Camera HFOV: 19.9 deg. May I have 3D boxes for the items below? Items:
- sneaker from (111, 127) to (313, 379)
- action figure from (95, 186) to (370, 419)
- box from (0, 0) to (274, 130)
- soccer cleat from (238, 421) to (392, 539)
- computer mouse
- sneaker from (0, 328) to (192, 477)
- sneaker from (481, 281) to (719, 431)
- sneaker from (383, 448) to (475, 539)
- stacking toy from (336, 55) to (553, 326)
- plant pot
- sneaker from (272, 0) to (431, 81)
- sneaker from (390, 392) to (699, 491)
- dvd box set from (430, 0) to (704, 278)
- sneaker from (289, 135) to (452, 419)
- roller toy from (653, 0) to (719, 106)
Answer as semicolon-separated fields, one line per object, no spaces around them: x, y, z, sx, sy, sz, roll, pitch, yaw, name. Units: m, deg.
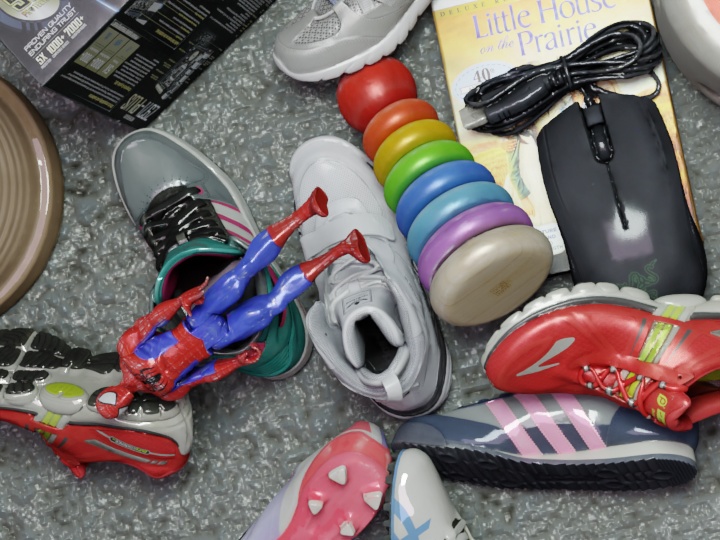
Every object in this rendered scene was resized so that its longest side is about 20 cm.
-0.112;-0.014;1.350;0.084;0.121;0.200;-38;80;7;sneaker
-0.089;0.030;1.279;0.200;0.052;0.065;-37;115;15;action figure
-0.142;-0.187;1.327;0.164;0.200;0.086;-44;79;6;box
-0.049;0.180;1.362;0.067;0.077;0.200;39;112;-9;soccer cleat
0.155;-0.051;1.305;0.138;0.053;0.201;-22;84;8;computer mouse
-0.205;0.099;1.381;0.199;0.077;0.085;12;127;24;sneaker
0.175;0.060;1.258;0.199;0.077;0.085;-2;47;-2;sneaker
0.067;0.205;1.317;0.072;0.072;0.201;-16;97;22;sneaker
0.045;-0.064;1.328;0.085;0.085;0.200;-33;60;7;stacking toy
-0.312;-0.054;1.408;0.200;0.093;0.202;-1;85;10;plant pot
0.015;-0.207;1.346;0.200;0.082;0.075;-41;40;-1;sneaker
0.121;0.096;1.336;0.199;0.070;0.082;1;65;12;sneaker
0.135;-0.099;1.354;0.146;0.029;0.201;-11;85;10;dvd box set
0.000;0.000;1.330;0.075;0.115;0.200;-22;82;9;sneaker
0.275;-0.184;1.271;0.182;0.140;0.200;-31;83;4;roller toy
